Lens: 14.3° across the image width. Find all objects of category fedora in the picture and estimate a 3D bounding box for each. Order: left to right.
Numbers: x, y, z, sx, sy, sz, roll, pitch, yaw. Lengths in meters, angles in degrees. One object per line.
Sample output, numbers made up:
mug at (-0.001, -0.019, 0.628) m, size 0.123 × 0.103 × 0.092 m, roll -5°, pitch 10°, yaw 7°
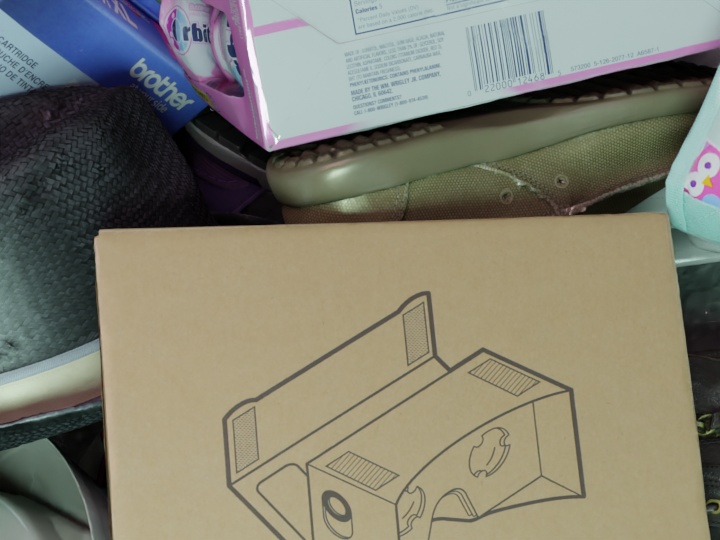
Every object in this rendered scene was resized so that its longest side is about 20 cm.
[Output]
fedora at (-0.119, -0.011, 1.038) m, size 0.200 × 0.092 × 0.201 m, roll -13°, pitch 20°, yaw 5°

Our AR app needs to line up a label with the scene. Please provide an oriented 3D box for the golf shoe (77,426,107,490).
golf shoe at (-0.083, 0.079, 1.097) m, size 0.092 × 0.073 × 0.201 m, roll -10°, pitch 47°, yaw 18°

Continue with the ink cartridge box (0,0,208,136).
ink cartridge box at (-0.141, -0.060, 1.103) m, size 0.200 × 0.119 × 0.042 m, roll -41°, pitch 51°, yaw 10°

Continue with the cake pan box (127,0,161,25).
cake pan box at (-0.183, -0.103, 1.116) m, size 0.200 × 0.184 × 0.052 m, roll -34°, pitch 48°, yaw 15°

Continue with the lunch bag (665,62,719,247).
lunch bag at (0.223, -0.053, 1.010) m, size 0.170 × 0.122 × 0.200 m, roll 22°, pitch 44°, yaw 29°

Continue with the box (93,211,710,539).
box at (0.015, 0.062, 0.953) m, size 0.199 × 0.021 × 0.164 m, roll -2°, pitch 68°, yaw -8°

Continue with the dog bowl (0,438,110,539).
dog bowl at (-0.146, 0.151, 1.024) m, size 0.200 × 0.059 × 0.201 m, roll -23°, pitch 53°, yaw 34°

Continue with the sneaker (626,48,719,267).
sneaker at (0.141, -0.049, 1.126) m, size 0.200 × 0.075 × 0.089 m, roll -38°, pitch 57°, yaw -3°

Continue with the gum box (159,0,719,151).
gum box at (0.030, -0.103, 1.062) m, size 0.199 × 0.066 × 0.113 m, roll -13°, pitch 15°, yaw -13°

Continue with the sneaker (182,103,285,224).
sneaker at (0.000, 0.000, 1.131) m, size 0.076 × 0.088 × 0.200 m, roll -20°, pitch 45°, yaw -28°

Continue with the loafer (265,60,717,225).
loafer at (0.060, -0.033, 1.051) m, size 0.199 × 0.068 × 0.076 m, roll -12°, pitch 17°, yaw -19°

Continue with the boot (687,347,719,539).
boot at (0.120, 0.092, 1.010) m, size 0.173 × 0.069 × 0.200 m, roll -12°, pitch 42°, yaw 22°
